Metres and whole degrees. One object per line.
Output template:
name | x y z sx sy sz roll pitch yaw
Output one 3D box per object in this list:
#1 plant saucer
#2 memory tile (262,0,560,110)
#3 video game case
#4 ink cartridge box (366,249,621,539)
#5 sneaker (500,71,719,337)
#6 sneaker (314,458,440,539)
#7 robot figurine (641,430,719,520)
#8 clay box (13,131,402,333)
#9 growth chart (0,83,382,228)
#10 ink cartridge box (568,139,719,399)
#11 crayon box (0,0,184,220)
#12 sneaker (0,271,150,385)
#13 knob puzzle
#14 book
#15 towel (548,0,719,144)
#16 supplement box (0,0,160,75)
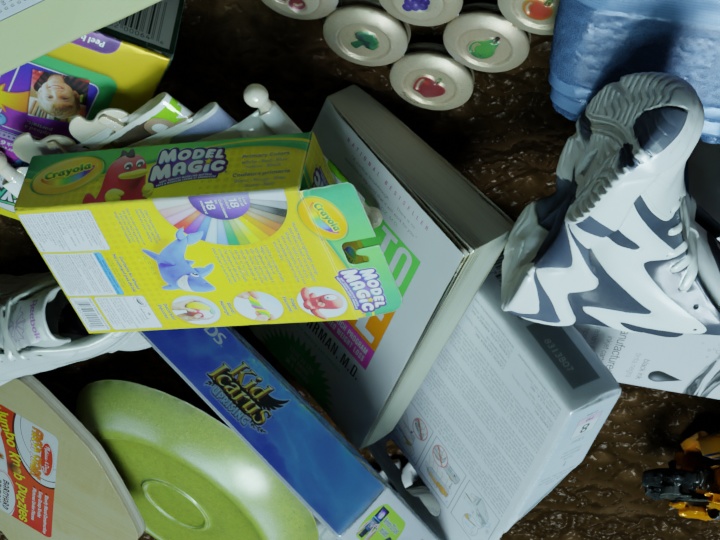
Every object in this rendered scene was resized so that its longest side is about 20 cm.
plant saucer | -0.122 0.153 1.408 0.200 0.031 0.200 25 148 16
memory tile | 0.013 -0.164 1.099 0.200 0.017 0.153 31 143 -24
video game case | -0.041 0.106 1.263 0.045 0.200 0.181 -44 156 -5
ink cartridge box | 0.071 0.080 1.277 0.057 0.163 0.200 -21 150 -29
sneaker | 0.168 -0.025 1.082 0.129 0.080 0.199 14 139 -13
sneaker | -0.017 0.192 1.463 0.200 0.081 0.075 -15 135 24
robot figurine | 0.274 0.136 1.333 0.145 0.058 0.200 12 167 -14
clay box | -0.080 -0.020 1.141 0.200 0.048 0.115 -4 139 18
growth chart | -0.106 -0.049 1.163 0.200 0.018 0.145 -13 136 27
ink cartridge box | 0.230 0.004 1.224 0.200 0.086 0.147 11 137 -3
crayon box | -0.225 -0.117 1.168 0.200 0.058 0.173 19 138 -14
sneaker | -0.218 0.030 1.295 0.200 0.075 0.100 -15 174 13
knob puzzle | -0.232 0.130 1.423 0.219 0.030 0.220 21 137 21
book | 0.000 0.000 1.236 0.134 0.048 0.200 46 138 18
towel | 0.162 -0.159 1.037 0.111 0.049 0.200 9 132 3
supplement box | -0.147 -0.228 0.954 0.200 0.134 0.200 -20 119 26
